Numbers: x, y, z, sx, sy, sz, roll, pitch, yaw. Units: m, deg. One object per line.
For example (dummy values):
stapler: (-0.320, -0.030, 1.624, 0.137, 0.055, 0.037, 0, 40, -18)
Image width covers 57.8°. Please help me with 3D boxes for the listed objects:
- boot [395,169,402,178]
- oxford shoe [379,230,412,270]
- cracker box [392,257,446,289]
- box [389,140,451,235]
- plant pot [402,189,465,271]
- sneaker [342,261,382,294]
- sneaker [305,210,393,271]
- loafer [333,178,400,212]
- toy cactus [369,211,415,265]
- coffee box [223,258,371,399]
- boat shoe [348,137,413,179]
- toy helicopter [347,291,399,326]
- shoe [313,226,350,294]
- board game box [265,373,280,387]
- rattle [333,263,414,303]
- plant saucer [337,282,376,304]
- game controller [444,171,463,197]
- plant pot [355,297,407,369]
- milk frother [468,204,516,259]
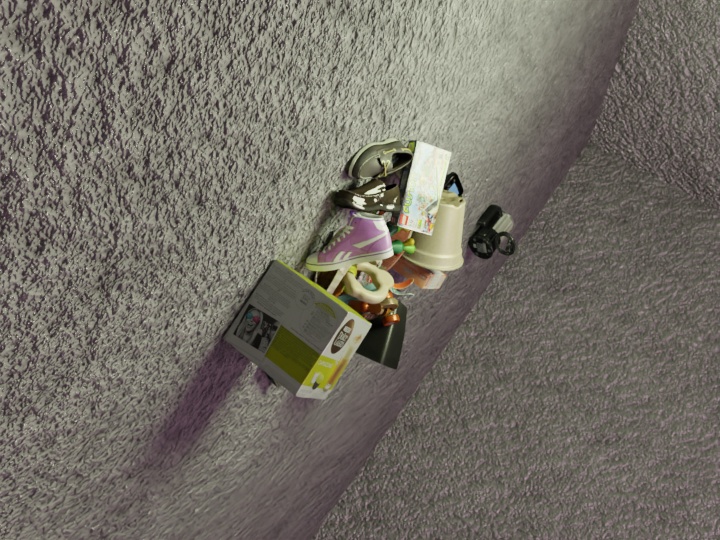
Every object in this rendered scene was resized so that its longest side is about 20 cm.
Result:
boot: (0.159, -0.232, 1.677, 0.074, 0.090, 0.199, -61, 161, 12)
oxford shoe: (0.101, -0.076, 1.797, 0.202, 0.070, 0.074, -58, 166, -14)
cracker box: (0.178, 0.000, 2.017, 0.058, 0.133, 0.199, -60, 161, 10)
box: (0.142, -0.194, 1.546, 0.108, 0.035, 0.204, 11, 94, -32)
plant pot: (0.219, -0.128, 1.879, 0.200, 0.198, 0.187, -29, 135, -53)
sneaker: (0.000, 0.000, 1.666, 0.082, 0.077, 0.202, -39, 153, -39)
sneaker: (-0.034, -0.070, 1.422, 0.073, 0.196, 0.116, -83, 159, -70)
loafer: (0.017, -0.169, 1.443, 0.198, 0.072, 0.073, -5, 105, -51)
toy cactus: (0.056, -0.090, 1.579, 0.166, 0.101, 0.201, -59, 137, -26)
coffee box: (-0.124, 0.128, 1.370, 0.200, 0.198, 0.200, -56, 161, -2)
boat shoe: (0.048, -0.241, 1.434, 0.200, 0.060, 0.073, -36, 151, -48)
toy helicopter: (0.001, 0.111, 1.672, 0.196, 0.080, 0.132, -18, 164, 6)
shoe: (-0.063, -0.008, 1.508, 0.053, 0.069, 0.202, -39, 157, -60)
board game box: (-0.163, 0.188, 1.628, 0.201, 0.028, 0.136, -51, 159, -18)
rattle: (0.021, 0.059, 1.613, 0.197, 0.131, 0.144, 8, 120, -39)
plant saucer: (-0.016, 0.072, 1.682, 0.197, 0.019, 0.070, -21, 156, -16)
game controller: (0.273, -0.237, 2.027, 0.105, 0.042, 0.200, -57, 160, 0)
plant pot: (0.030, 0.150, 1.822, 0.180, 0.197, 0.200, -66, 161, -6)
milk frother: (0.577, -0.150, 2.678, 0.188, 0.198, 0.182, -46, 154, -28)
